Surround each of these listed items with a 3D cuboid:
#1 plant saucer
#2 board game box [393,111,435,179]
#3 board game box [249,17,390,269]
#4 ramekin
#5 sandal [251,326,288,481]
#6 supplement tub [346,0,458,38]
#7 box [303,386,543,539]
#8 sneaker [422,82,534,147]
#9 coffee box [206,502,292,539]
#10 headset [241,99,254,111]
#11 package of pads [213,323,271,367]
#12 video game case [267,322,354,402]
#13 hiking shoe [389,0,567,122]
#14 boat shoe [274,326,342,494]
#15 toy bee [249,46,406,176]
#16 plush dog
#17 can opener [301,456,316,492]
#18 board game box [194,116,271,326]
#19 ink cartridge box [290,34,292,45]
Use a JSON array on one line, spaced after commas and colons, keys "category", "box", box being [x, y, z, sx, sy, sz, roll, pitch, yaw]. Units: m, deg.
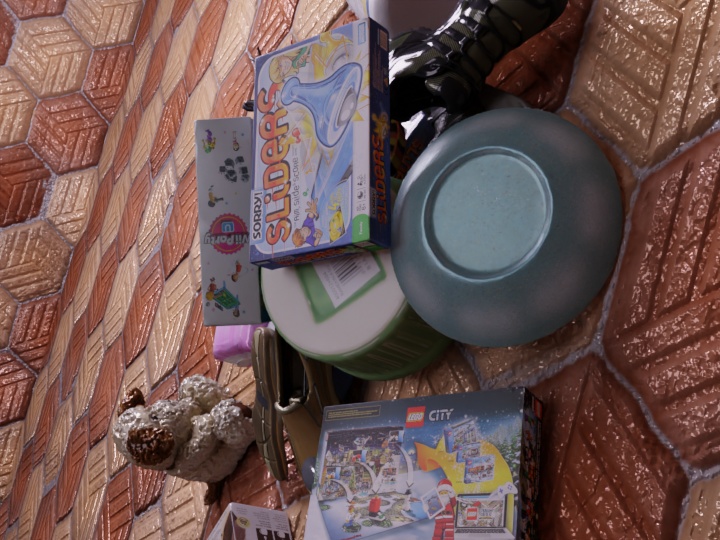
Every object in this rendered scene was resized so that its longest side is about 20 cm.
[{"category": "plant saucer", "box": [0.106, -0.042, 0.705, 0.199, 0.039, 0.204, -7, 74, 26]}, {"category": "board game box", "box": [-0.004, -0.105, 0.987, 0.201, 0.034, 0.135, -52, 33, 1]}, {"category": "board game box", "box": [-0.037, -0.111, 0.790, 0.134, 0.034, 0.203, -10, 73, 34]}, {"category": "ramekin", "box": [0.000, 0.000, 0.835, 0.198, 0.097, 0.203, -7, 76, 30]}, {"category": "sandal", "box": [-0.093, 0.159, 1.029, 0.080, 0.053, 0.203, -143, 48, -59]}, {"category": "supplement tub", "box": [0.056, -0.317, 0.947, 0.146, 0.143, 0.201, -60, 30, 24]}, {"category": "box", "box": [0.048, 0.173, 0.712, 0.198, 0.038, 0.138, -11, 56, 34]}, {"category": "sneaker", "box": [0.086, -0.123, 0.832, 0.114, 0.076, 0.199, -44, 35, 0]}, {"category": "coffee box", "box": [-0.120, 0.375, 0.961, 0.114, 0.079, 0.201, -58, 31, 25]}, {"category": "headset", "box": [-0.131, -0.149, 1.234, 0.124, 0.093, 0.202, -101, 20, -47]}, {"category": "package of pads", "box": [-0.137, 0.026, 1.187, 0.120, 0.075, 0.203, -17, 62, 53]}, {"category": "video game case", "box": [-0.031, 0.030, 1.024, 0.202, 0.045, 0.181, -65, 28, 16]}, {"category": "hiking shoe", "box": [0.098, -0.186, 0.772, 0.199, 0.075, 0.102, -25, 50, 37]}, {"category": "boat shoe", "box": [-0.062, 0.144, 0.922, 0.071, 0.076, 0.203, -14, 84, 30]}, {"category": "toy bee", "box": [-0.013, -0.194, 0.907, 0.109, 0.200, 0.131, -46, 4, 5]}, {"category": "plush dog", "box": [-0.252, 0.228, 1.187, 0.199, 0.170, 0.162, 19, 92, 62]}, {"category": "can opener", "box": [-0.003, 0.235, 0.777, 0.054, 0.066, 0.200, -65, 29, 14]}, {"category": "board game box", "box": [-0.123, -0.046, 0.917, 0.148, 0.063, 0.203, 8, -101, -85]}, {"category": "ink cartridge box", "box": [-0.065, -0.164, 1.092, 0.201, 0.049, 0.163, 92, -178, -65]}]
